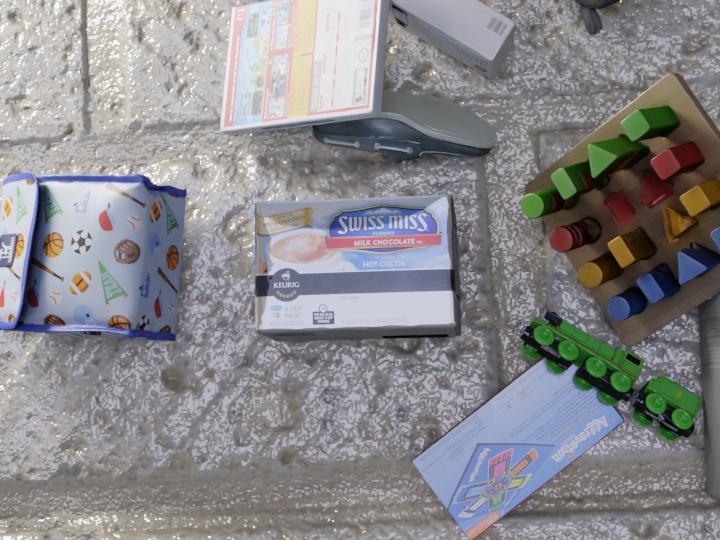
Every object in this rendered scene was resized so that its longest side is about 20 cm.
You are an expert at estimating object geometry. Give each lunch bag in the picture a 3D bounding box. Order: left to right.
[{"bbox_3d":[-0.297,-0.013,1.297,0.199,0.124,0.171,3,84,20],"label":"lunch bag"}]

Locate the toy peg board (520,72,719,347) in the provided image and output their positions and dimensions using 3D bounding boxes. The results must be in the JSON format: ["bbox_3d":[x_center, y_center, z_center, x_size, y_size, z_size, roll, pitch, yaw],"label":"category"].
[{"bbox_3d":[0.267,-0.050,1.200,0.200,0.098,0.200,-39,77,34],"label":"toy peg board"}]

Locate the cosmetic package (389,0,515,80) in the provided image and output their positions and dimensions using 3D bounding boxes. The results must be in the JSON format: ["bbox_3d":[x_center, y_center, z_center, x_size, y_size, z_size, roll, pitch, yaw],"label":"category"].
[{"bbox_3d":[0.065,-0.277,1.305,0.199,0.083,0.051,32,90,9],"label":"cosmetic package"}]

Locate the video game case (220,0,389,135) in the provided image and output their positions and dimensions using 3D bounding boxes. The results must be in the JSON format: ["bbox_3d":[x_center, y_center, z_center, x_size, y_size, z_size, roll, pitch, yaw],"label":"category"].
[{"bbox_3d":[-0.060,-0.220,1.293,0.199,0.017,0.144,-2,78,34],"label":"video game case"}]

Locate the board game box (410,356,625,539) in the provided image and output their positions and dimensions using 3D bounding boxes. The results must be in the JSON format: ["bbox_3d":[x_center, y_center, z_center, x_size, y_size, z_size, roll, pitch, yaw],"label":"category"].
[{"bbox_3d":[0.161,0.175,1.276,0.200,0.019,0.103,-38,80,1],"label":"board game box"}]

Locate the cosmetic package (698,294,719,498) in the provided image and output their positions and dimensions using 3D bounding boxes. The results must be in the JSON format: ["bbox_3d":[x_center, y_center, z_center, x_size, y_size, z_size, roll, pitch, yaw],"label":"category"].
[{"bbox_3d":[0.395,0.125,1.221,0.106,0.090,0.201,-3,81,-1],"label":"cosmetic package"}]

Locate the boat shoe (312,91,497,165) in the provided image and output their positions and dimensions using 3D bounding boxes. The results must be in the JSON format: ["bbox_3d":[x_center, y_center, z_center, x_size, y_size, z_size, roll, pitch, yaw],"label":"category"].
[{"bbox_3d":[0.044,-0.147,1.313,0.199,0.073,0.062,13,126,1],"label":"boat shoe"}]

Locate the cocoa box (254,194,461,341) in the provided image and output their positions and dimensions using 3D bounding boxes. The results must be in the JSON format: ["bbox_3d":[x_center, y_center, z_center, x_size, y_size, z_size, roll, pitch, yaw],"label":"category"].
[{"bbox_3d":[0.000,0.000,1.254,0.199,0.133,0.132,-2,83,5],"label":"cocoa box"}]

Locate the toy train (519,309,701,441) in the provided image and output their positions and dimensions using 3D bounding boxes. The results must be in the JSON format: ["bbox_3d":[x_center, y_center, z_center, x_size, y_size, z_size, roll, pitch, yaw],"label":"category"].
[{"bbox_3d":[0.252,0.102,1.251,0.199,0.042,0.057,31,52,3],"label":"toy train"}]

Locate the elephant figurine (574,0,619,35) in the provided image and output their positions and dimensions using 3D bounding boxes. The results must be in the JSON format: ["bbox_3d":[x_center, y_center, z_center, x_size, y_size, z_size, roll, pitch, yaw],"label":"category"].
[{"bbox_3d":[0.268,-0.381,1.278,0.141,0.155,0.201,35,58,-25],"label":"elephant figurine"}]

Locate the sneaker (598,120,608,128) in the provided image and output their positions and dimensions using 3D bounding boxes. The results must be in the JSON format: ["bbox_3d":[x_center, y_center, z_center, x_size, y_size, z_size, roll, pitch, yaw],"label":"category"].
[{"bbox_3d":[0.318,-0.067,1.257,0.199,0.080,0.131,22,85,9],"label":"sneaker"}]
